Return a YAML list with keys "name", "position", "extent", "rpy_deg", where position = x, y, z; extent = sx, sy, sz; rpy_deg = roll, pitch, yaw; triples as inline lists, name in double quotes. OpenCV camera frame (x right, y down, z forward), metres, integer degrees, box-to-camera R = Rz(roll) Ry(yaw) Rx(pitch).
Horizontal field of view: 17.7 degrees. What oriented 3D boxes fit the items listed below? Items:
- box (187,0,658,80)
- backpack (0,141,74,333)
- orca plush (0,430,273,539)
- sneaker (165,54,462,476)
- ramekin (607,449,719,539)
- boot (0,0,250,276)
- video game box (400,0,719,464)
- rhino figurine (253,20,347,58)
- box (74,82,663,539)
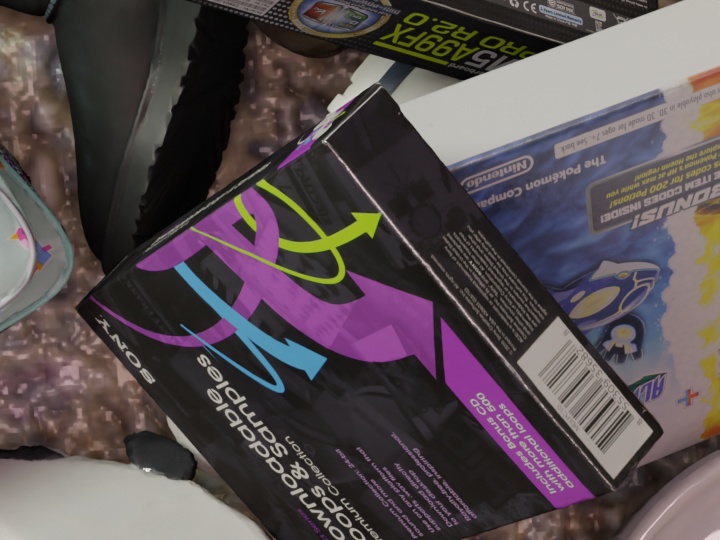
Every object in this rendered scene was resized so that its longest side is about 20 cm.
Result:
- name: "box"
  position: [0.017, -0.156, 0.838]
  extent: [0.199, 0.044, 0.161]
  rpy_deg: [12, 63, -32]
- name: "backpack"
  position: [-0.218, -0.037, 0.823]
  extent: [0.175, 0.153, 0.201]
  rpy_deg: [-34, 101, -9]
- name: "orca plush"
  position: [-0.121, 0.118, 0.878]
  extent: [0.198, 0.106, 0.071]
  rpy_deg: [1, 130, 5]
- name: "sneaker"
  position: [0.000, 0.000, 0.889]
  extent: [0.080, 0.076, 0.201]
  rpy_deg: [36, 94, 35]
- name: "ramekin"
  position: [0.170, 0.160, 0.897]
  extent: [0.201, 0.094, 0.204]
  rpy_deg: [0, 88, -10]
- name: "boot"
  position: [-0.125, -0.108, 0.889]
  extent: [0.162, 0.073, 0.199]
  rpy_deg: [23, 121, 14]
- name: "video game box"
  position: [0.098, -0.004, 0.850]
  extent: [0.199, 0.047, 0.183]
  rpy_deg: [-21, 136, -11]
- name: "rhino figurine"
  position: [-0.041, -0.173, 0.894]
  extent: [0.087, 0.060, 0.201]
  rpy_deg: [-28, 93, 35]
- name: "box"
  position: [-0.006, 0.032, 0.785]
  extent: [0.143, 0.200, 0.036]
  rpy_deg: [50, 59, -7]
